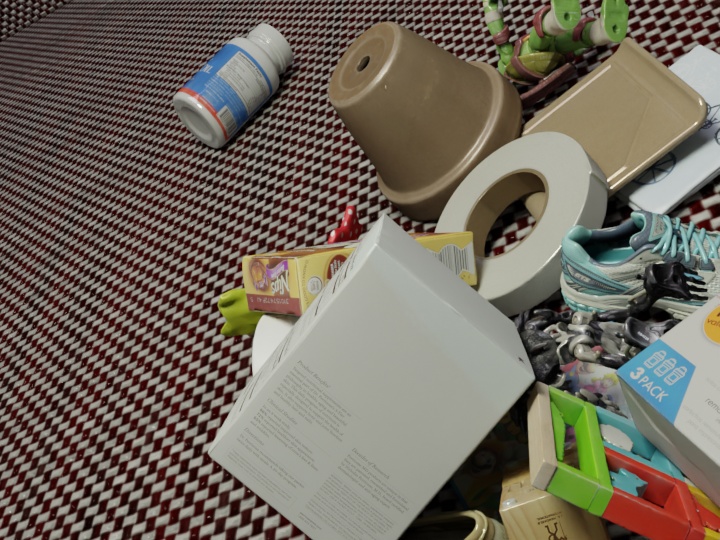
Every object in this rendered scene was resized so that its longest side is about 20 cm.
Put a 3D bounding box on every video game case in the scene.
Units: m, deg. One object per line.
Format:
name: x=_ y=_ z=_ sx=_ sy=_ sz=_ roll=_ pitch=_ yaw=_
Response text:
video game case: x=0.160 y=0.129 z=0.809 sx=0.198 sy=0.018 sz=0.144 roll=-35 pitch=34 yaw=1

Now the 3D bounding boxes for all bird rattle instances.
bird rattle: x=-0.073 y=0.016 z=1.061 sx=0.201 sy=0.113 sz=0.163 roll=-49 pitch=10 yaw=-19

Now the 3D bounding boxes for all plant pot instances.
plant pot: x=0.058 y=-0.187 z=1.091 sx=0.199 sy=0.174 sz=0.203 roll=-33 pitch=39 yaw=31

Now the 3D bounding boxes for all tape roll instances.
tape roll: x=0.157 y=-0.048 z=0.961 sx=0.201 sy=0.037 sz=0.205 roll=-34 pitch=36 yaw=29

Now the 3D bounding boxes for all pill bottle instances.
pill bottle: x=-0.202 y=-0.306 z=1.549 sx=0.111 sy=0.113 sz=0.201 roll=15 pitch=58 yaw=48

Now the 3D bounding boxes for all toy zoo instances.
toy zoo: x=0.205 y=0.145 z=0.628 sx=0.131 sy=0.197 sz=0.021 roll=-57 pitch=-9 yaw=-72

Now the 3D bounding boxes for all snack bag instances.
snack bag: x=0.331 y=-0.149 z=0.983 sx=0.199 sy=0.021 sz=0.189 roll=-38 pitch=33 yaw=2

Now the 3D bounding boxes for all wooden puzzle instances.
wooden puzzle: x=0.248 y=-0.137 z=1.002 sx=0.199 sy=0.037 sz=0.186 roll=-42 pitch=33 yaw=14

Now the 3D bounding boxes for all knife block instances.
knife block: x=0.155 y=0.228 z=0.661 sx=0.063 sy=0.179 sz=0.200 roll=-19 pitch=-2 yaw=9

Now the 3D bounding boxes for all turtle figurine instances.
turtle figurine: x=0.226 y=-0.306 z=1.127 sx=0.201 sy=0.144 sz=0.193 roll=-52 pitch=15 yaw=-13

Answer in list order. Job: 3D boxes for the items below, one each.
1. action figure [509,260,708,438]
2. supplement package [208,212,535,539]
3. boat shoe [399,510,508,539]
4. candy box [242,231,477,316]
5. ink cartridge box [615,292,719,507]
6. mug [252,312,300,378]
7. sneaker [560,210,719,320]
action figure: x=0.184 y=0.073 z=0.757 sx=0.199 sy=0.101 sz=0.121 roll=-37 pitch=32 yaw=49
supplement package: x=0.010 y=0.089 z=0.743 sx=0.201 sy=0.151 sz=0.151 roll=-51 pitch=4 yaw=11
boat shoe: x=0.032 y=0.227 z=0.751 sx=0.198 sy=0.063 sz=0.074 roll=-18 pitch=39 yaw=39
candy box: x=0.000 y=0.000 z=0.908 sx=0.197 sy=0.058 sz=0.116 roll=-11 pitch=7 yaw=-32
ink cartridge box: x=0.283 y=0.058 z=0.618 sx=0.199 sy=0.068 sz=0.115 roll=-35 pitch=36 yaw=-5
mug: x=-0.004 y=0.083 z=0.901 sx=0.150 sy=0.150 sz=0.189 roll=-14 pitch=46 yaw=15
sneaker: x=0.264 y=-0.008 z=0.810 sx=0.196 sy=0.087 sz=0.078 roll=-6 pitch=41 yaw=23
